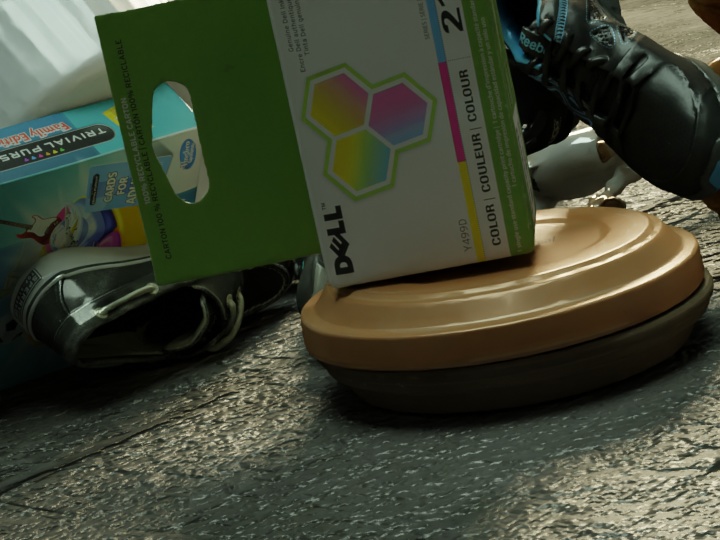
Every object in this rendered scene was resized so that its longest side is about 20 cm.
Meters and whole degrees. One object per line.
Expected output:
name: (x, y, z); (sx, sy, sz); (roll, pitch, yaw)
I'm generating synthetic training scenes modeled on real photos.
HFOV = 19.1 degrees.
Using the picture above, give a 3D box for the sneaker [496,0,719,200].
sneaker: (0.128, -0.105, 1.176); (0.081, 0.074, 0.200); (1, 34, -37)

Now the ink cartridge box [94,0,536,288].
ink cartridge box: (-0.025, -0.068, 1.033); (0.198, 0.149, 0.076); (-11, 13, 8)

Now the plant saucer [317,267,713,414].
plant saucer: (0.076, 0.030, 1.056); (0.198, 0.030, 0.200); (-10, 12, 2)

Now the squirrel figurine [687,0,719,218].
squirrel figurine: (0.271, -0.092, 1.195); (0.198, 0.143, 0.187); (-9, 18, 22)

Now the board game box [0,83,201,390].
board game box: (-0.187, -0.007, 1.185); (0.199, 0.152, 0.047); (-20, 48, -32)

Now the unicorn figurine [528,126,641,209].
unicorn figurine: (0.143, -0.061, 1.304); (0.198, 0.075, 0.137); (-4, 18, 18)

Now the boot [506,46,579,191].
boot: (0.022, -0.092, 1.226); (0.197, 0.074, 0.162); (21, 32, 22)

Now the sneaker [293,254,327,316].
sneaker: (0.000, 0.000, 1.217); (0.079, 0.076, 0.200); (-37, 6, 26)

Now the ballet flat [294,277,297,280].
ballet flat: (-0.101, -0.025, 1.350); (0.198, 0.069, 0.064); (-8, 55, 18)

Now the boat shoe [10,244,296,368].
boat shoe: (-0.101, 0.021, 1.200); (0.199, 0.071, 0.064); (-12, 42, -46)

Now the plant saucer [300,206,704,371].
plant saucer: (0.067, 0.003, 1.048); (0.198, 0.033, 0.200); (-10, 13, 2)

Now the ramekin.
ramekin: (-0.165, -0.080, 1.260); (0.199, 0.202, 0.098); (-19, 47, -32)
